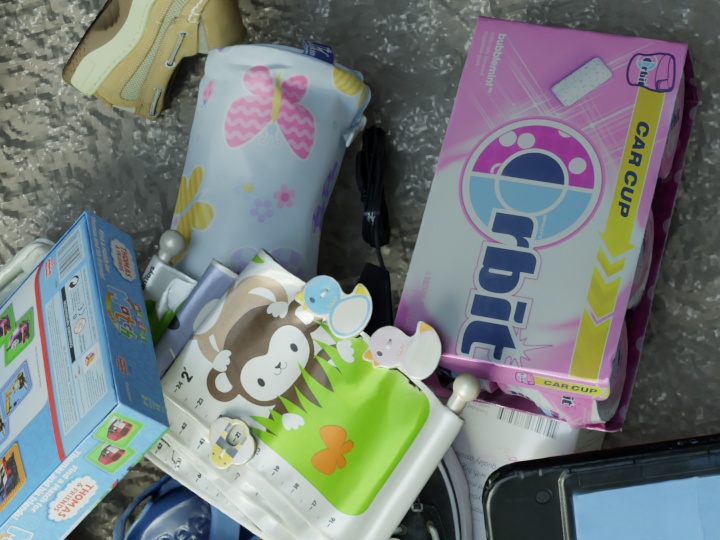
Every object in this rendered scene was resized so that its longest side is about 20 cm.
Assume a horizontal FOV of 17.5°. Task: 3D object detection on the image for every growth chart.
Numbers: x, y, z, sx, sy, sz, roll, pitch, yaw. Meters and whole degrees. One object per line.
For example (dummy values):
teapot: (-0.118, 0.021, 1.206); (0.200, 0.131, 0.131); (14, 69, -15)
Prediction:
growth chart: (-0.046, 0.064, 1.164); (0.199, 0.018, 0.146); (27, 97, 22)

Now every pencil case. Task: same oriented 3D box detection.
pencil case: (-0.056, -0.020, 1.240); (0.083, 0.090, 0.202); (2, 78, 58)

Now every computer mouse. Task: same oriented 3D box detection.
computer mouse: (0.000, 0.000, 1.232); (0.034, 0.201, 0.059); (-3, 135, 2)

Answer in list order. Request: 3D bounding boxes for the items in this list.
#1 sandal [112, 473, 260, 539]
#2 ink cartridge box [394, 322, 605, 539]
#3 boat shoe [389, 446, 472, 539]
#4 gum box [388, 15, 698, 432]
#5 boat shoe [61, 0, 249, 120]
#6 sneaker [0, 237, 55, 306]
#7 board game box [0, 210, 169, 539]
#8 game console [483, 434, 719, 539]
sandal: (-0.067, 0.120, 1.304); (0.080, 0.087, 0.200); (47, 107, 13)
ink cartridge box: (0.061, 0.111, 1.262); (0.114, 0.068, 0.201); (19, 101, 19)
boat shoe: (0.021, 0.152, 1.205); (0.072, 0.071, 0.201); (-18, 84, 23)
gum box: (0.094, -0.022, 1.191); (0.113, 0.066, 0.201); (9, 69, 17)
boat shoe: (-0.091, -0.146, 1.272); (0.076, 0.072, 0.200); (34, 146, -10)
sneaker: (-0.133, 0.029, 1.302); (0.199, 0.074, 0.116); (-18, 130, 21)
board game box: (-0.179, 0.088, 1.182); (0.200, 0.036, 0.152); (-45, 35, 21)
game console: (0.170, 0.183, 1.155); (0.198, 0.119, 0.174); (-8, 113, 0)
